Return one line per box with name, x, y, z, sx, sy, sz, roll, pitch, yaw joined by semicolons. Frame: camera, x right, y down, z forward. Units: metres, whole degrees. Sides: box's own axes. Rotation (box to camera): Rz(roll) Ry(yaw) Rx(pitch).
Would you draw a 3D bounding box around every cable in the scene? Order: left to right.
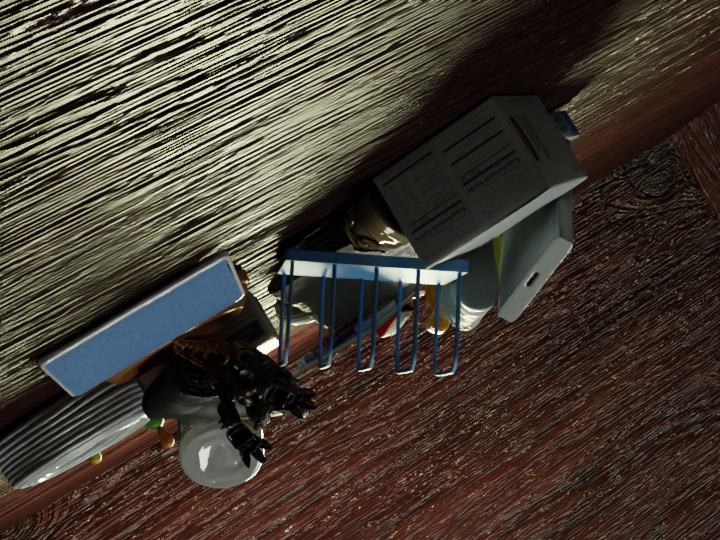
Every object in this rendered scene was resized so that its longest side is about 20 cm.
cable;-0.343;0.192;1.588;0.199;0.070;0.200;-30;175;-18

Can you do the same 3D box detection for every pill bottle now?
pill bottle;-0.187;0.180;1.759;0.110;0.111;0.201;-32;-147;15

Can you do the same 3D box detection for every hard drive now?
hard drive;0.203;-0.051;1.546;0.132;0.026;0.201;-57;-165;37

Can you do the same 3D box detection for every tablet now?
tablet;-0.203;0.052;1.264;0.199;0.014;0.130;-31;163;-7

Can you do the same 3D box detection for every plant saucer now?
plant saucer;-0.200;0.065;1.411;0.199;0.038;0.200;-32;176;-3

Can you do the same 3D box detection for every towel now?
towel;0.000;0.000;1.626;0.199;0.035;0.132;-34;138;22

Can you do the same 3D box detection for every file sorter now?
file sorter;0.007;0.050;1.477;0.197;0.124;0.139;3;174;-7

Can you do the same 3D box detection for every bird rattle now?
bird rattle;0.121;0.004;1.790;0.200;0.112;0.165;-140;-106;-81

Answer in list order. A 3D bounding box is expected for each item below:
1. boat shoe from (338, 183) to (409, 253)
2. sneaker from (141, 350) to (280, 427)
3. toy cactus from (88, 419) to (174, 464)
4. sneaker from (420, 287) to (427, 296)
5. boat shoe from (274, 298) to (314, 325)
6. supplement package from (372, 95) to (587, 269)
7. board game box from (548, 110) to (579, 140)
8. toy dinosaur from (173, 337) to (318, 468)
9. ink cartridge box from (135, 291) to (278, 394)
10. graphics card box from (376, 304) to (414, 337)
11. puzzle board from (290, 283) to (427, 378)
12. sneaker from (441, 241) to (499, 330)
boat shoe;0.013;-0.045;1.426;0.064;0.072;0.200;-32;177;5
sneaker;-0.160;0.136;1.490;0.199;0.077;0.091;14;137;-44
toy cactus;-0.340;0.211;1.779;0.164;0.103;0.199;-14;173;-43
sneaker;0.055;-0.041;1.780;0.073;0.088;0.200;-7;152;2
boat shoe;-0.040;0.001;1.699;0.199;0.073;0.062;-32;138;24
supplement package;0.132;-0.098;1.407;0.155;0.112;0.200;-33;176;21
board game box;0.168;-0.131;1.701;0.199;0.044;0.199;-34;176;23
toy dinosaur;-0.124;0.123;1.398;0.198;0.136;0.103;9;120;-36
ink cartridge box;-0.184;0.097;1.610;0.164;0.076;0.200;-33;176;-3
graphics card box;0.007;0.037;1.880;0.051;0.125;0.200;-53;174;5
puzzle board;-0.003;0.070;1.668;0.150;0.017;0.200;-33;-177;31
sneaker;0.124;-0.031;1.591;0.073;0.202;0.116;4;159;-6
